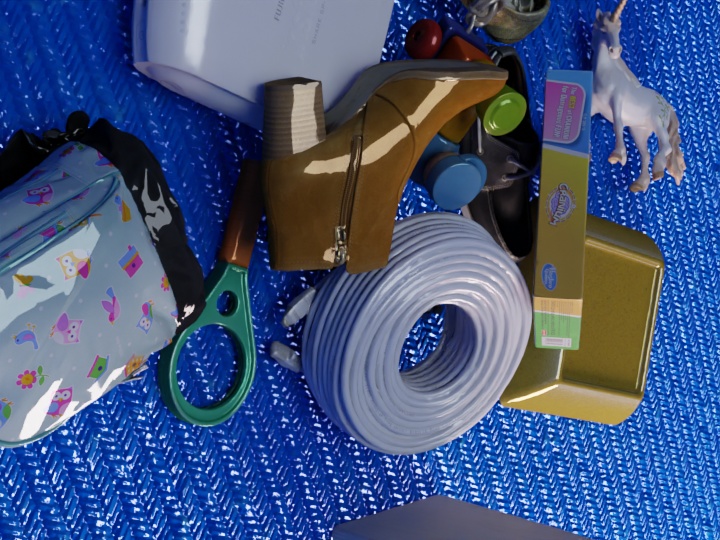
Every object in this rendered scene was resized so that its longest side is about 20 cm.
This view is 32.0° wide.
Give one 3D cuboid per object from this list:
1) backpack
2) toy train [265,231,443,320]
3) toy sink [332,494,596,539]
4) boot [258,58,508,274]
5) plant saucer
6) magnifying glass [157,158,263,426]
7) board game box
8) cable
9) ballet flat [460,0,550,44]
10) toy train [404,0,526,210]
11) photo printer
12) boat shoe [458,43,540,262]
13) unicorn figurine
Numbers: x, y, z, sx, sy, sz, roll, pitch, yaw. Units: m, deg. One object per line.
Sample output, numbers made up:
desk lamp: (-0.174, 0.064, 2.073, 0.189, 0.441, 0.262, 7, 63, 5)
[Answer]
backpack: (-0.200, 0.015, 0.780, 0.199, 0.126, 0.168, -36, 120, -30)
toy train: (0.000, 0.000, 1.020, 0.199, 0.034, 0.046, 26, 80, -40)
toy sink: (0.089, 0.267, 1.015, 0.130, 0.199, 0.113, -8, 99, -42)
boot: (0.019, -0.075, 0.919, 0.199, 0.071, 0.146, -11, 109, -22)
plant saucer: (0.228, 0.045, 1.222, 0.199, 0.048, 0.202, 14, 84, -42)
magnifying glass: (-0.100, 0.016, 0.940, 0.079, 0.022, 0.202, 18, 81, -41)
board game box: (0.175, -0.049, 1.087, 0.153, 0.040, 0.202, 65, 29, -70)
cable: (0.048, 0.051, 1.013, 0.200, 0.069, 0.200, -47, 130, -6)
ballet flat: (0.082, -0.266, 1.028, 0.200, 0.070, 0.071, 39, 68, -26)
toy train: (0.092, -0.152, 0.986, 0.084, 0.116, 0.201, 22, 111, -41)
photo printer: (-0.071, -0.191, 0.914, 0.199, 0.069, 0.168, 21, 80, -41)
boat shoe: (0.124, -0.099, 1.102, 0.072, 0.067, 0.202, -25, 112, -39)
unicorn figurine: (0.256, -0.162, 1.221, 0.200, 0.073, 0.139, 30, 64, -54)
